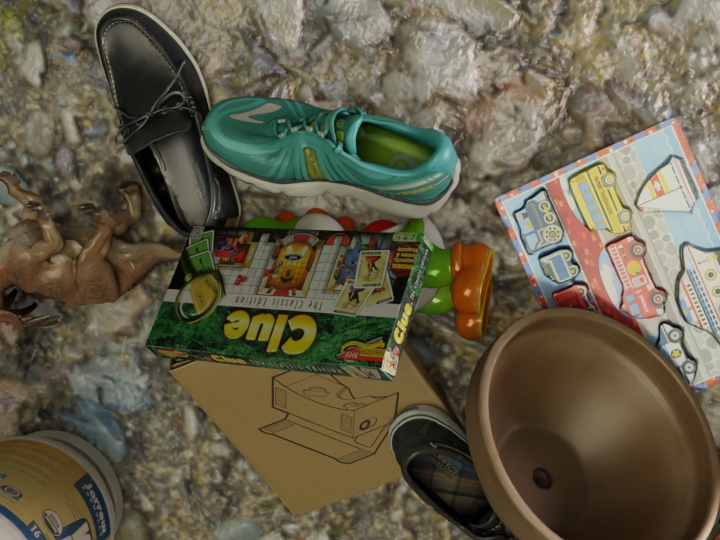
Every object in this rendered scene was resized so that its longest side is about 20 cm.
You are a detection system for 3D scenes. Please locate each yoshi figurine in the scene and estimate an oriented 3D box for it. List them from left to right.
[{"bbox_3d":[-0.003,0.015,0.923,0.198,0.112,0.113,11,109,11],"label":"yoshi figurine"}]

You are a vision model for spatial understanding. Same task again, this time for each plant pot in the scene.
[{"bbox_3d":[0.152,0.135,0.881,0.201,0.201,0.093,42,140,0],"label":"plant pot"}]

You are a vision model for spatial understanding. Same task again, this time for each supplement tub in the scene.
[{"bbox_3d":[-0.281,0.217,0.964,0.143,0.200,0.146,2,102,10],"label":"supplement tub"}]

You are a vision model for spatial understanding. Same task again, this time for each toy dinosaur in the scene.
[{"bbox_3d":[-0.237,0.001,0.980,0.198,0.086,0.137,3,112,-7],"label":"toy dinosaur"}]

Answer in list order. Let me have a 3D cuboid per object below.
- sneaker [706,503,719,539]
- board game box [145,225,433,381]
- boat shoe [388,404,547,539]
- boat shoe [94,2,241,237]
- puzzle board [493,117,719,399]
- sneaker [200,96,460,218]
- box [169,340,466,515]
[{"bbox_3d":[0.302,0.163,0.907,0.073,0.079,0.202,24,103,7],"label":"sneaker"},{"bbox_3d":[-0.053,0.019,0.856,0.198,0.023,0.106,2,63,30],"label":"board game box"},{"bbox_3d":[0.097,0.182,0.934,0.200,0.057,0.069,39,108,-19],"label":"boat shoe"},{"bbox_3d":[-0.153,-0.114,0.948,0.074,0.062,0.201,-21,95,16],"label":"boat shoe"},{"bbox_3d":[0.210,0.006,0.926,0.150,0.017,0.201,-24,96,14],"label":"puzzle board"},{"bbox_3d":[-0.022,-0.099,0.908,0.198,0.080,0.078,10,70,4],"label":"sneaker"},{"bbox_3d":[-0.025,0.103,0.930,0.162,0.021,0.200,-22,130,14],"label":"box"}]
